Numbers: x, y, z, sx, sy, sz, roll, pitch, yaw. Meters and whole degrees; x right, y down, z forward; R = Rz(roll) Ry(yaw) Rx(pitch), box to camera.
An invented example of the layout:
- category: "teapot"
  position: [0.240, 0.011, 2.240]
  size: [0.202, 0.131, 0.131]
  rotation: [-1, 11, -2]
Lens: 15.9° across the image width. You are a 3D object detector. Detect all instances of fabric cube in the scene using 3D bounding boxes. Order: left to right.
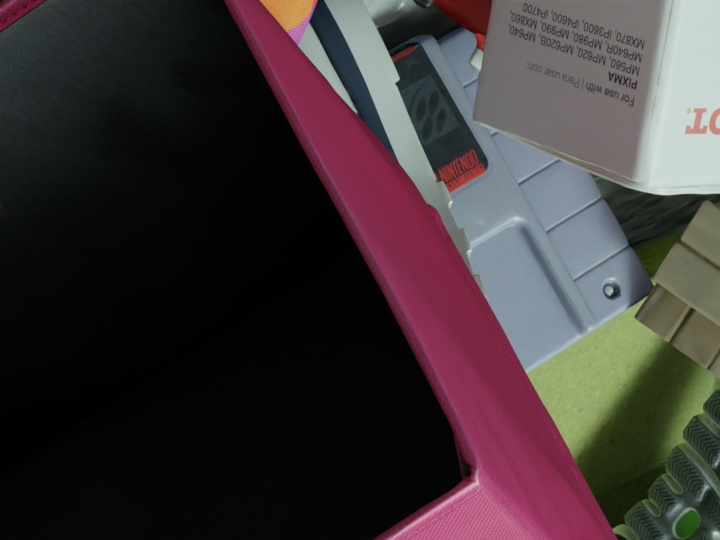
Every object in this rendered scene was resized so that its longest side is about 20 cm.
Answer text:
- category: "fabric cube"
  position: [-0.055, 0.062, 0.718]
  size: [0.199, 0.197, 0.199]
  rotation: [-33, 150, 6]

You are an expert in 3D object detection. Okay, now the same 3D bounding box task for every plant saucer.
- category: "plant saucer"
  position: [0.118, 0.059, 1.169]
  size: [0.199, 0.048, 0.201]
  rotation: [-22, 138, -28]

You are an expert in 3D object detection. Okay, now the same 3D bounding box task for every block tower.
- category: "block tower"
  position: [0.165, 0.013, 1.036]
  size: [0.054, 0.058, 0.200]
  rotation: [-56, 161, 9]

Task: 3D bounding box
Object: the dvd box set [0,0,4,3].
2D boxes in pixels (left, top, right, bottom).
- category: "dvd box set"
  position: [-0.188, -0.063, 0.777]
  size: [0.200, 0.029, 0.147]
  rotation: [-39, 144, -9]

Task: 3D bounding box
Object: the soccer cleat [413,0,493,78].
- category: "soccer cleat"
  position: [0.059, -0.111, 0.895]
  size: [0.200, 0.068, 0.085]
  rotation: [32, 88, -48]

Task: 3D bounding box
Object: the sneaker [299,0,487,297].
- category: "sneaker"
  position: [-0.008, -0.007, 0.891]
  size: [0.080, 0.201, 0.076]
  rotation: [-25, 176, -10]

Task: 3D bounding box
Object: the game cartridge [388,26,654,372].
- category: "game cartridge"
  position: [0.000, 0.000, 0.940]
  size: [0.199, 0.130, 0.038]
  rotation: [-31, -175, -25]

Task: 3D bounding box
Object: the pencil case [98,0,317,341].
- category: "pencil case"
  position: [-0.061, -0.069, 0.794]
  size: [0.088, 0.089, 0.201]
  rotation: [-11, 142, -36]

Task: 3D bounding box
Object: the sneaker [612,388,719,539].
- category: "sneaker"
  position: [0.186, 0.110, 1.193]
  size: [0.200, 0.075, 0.115]
  rotation: [-45, 149, 17]

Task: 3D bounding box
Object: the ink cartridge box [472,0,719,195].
- category: "ink cartridge box"
  position: [0.128, -0.133, 0.848]
  size: [0.144, 0.084, 0.201]
  rotation: [-3, 108, -42]
